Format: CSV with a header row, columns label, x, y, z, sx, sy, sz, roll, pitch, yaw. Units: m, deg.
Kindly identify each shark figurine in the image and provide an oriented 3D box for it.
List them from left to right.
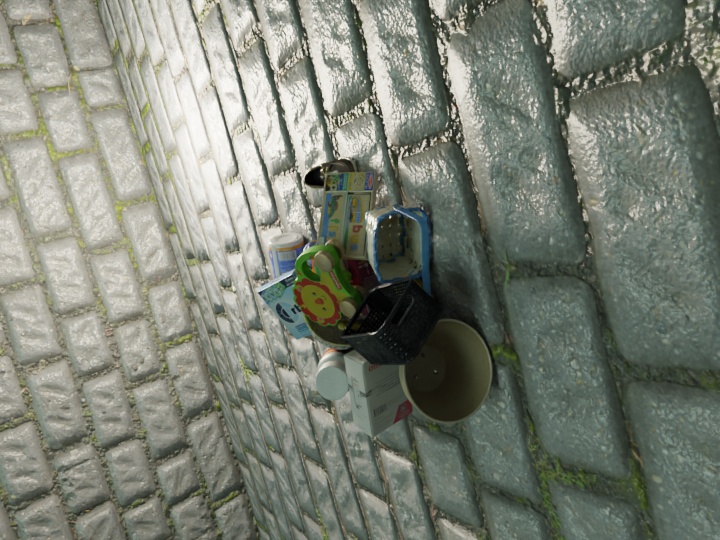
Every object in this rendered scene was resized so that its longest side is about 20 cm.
label,x,y,z,sx,sy,sz,roll,pitch,yaw
shark figurine,-0.068,0.308,1.651,0.088,0.216,0.129,33,114,-11

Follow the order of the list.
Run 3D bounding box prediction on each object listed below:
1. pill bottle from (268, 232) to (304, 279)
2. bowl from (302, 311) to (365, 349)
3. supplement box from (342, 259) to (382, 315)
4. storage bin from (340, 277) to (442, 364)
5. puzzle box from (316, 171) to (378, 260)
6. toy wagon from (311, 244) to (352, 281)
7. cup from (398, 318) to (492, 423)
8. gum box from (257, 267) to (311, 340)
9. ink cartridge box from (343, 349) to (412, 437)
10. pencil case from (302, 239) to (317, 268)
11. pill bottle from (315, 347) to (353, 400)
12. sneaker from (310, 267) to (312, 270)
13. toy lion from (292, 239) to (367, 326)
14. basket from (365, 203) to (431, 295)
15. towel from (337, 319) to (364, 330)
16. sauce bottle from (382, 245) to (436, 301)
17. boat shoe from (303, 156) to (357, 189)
label,x,y,z,sx,sy,sz,roll,pitch,yaw
pill bottle,-0.217,-0.004,1.705,0.111,0.110,0.206,23,126,50
bowl,-0.062,0.135,1.447,0.202,0.197,0.095,53,145,26
supplement box,0.000,0.000,1.368,0.130,0.101,0.205,-11,98,58
storage bin,0.059,0.106,1.107,0.093,0.136,0.199,41,158,-14
puzzle box,-0.031,-0.127,1.275,0.129,0.025,0.206,2,79,22
toy wagon,-0.077,-0.007,1.351,0.155,0.039,0.205,39,137,43
cup,0.159,0.210,1.165,0.205,0.196,0.143,69,163,2
gum box,-0.191,0.103,1.657,0.168,0.045,0.202,-23,112,38
ink cartridge box,0.047,0.283,1.374,0.082,0.144,0.206,15,118,50
pencil case,-0.082,-0.029,1.506,0.198,0.087,0.079,22,150,53
pill bottle,-0.055,0.256,1.465,0.106,0.200,0.113,2,104,9
sneaker,-0.110,0.048,1.522,0.200,0.060,0.104,46,171,-23
toy lion,-0.090,0.040,1.283,0.188,0.069,0.203,-9,118,38
basket,0.090,-0.051,1.150,0.200,0.135,0.181,-129,31,-57
towel,0.053,0.146,1.300,0.197,0.141,0.023,13,96,45
sauce bottle,0.100,0.024,1.262,0.202,0.063,0.066,54,146,29
boat shoe,-0.078,-0.243,1.401,0.198,0.058,0.074,5,111,57
